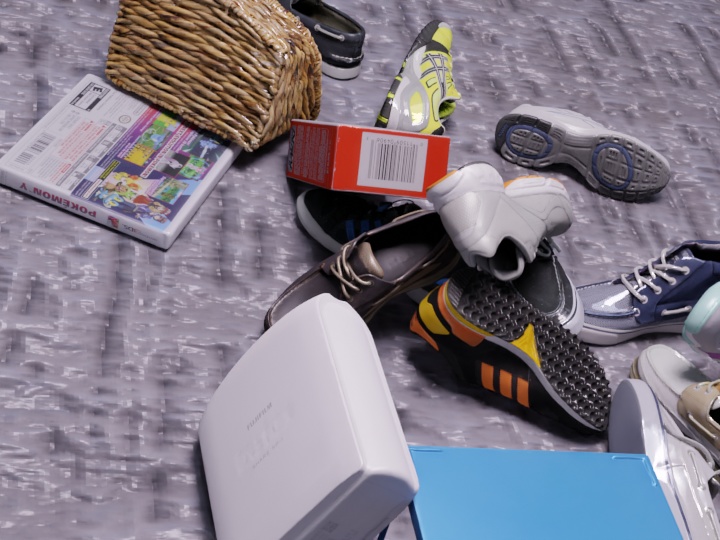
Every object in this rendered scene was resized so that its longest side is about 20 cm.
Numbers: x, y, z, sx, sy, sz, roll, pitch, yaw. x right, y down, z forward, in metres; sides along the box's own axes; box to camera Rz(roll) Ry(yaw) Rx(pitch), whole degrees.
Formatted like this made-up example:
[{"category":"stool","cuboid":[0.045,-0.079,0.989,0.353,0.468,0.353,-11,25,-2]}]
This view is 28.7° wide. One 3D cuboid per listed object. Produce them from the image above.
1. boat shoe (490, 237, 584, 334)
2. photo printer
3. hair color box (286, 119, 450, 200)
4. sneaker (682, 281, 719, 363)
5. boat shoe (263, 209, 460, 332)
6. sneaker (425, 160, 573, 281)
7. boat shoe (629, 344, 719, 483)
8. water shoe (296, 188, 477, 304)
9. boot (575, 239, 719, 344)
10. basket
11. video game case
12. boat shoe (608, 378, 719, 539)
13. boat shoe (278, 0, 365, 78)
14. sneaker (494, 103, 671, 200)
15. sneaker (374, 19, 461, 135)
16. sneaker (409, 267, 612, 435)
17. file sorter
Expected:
[{"category":"boat shoe","cuboid":[0.155,-0.013,1.342,0.073,0.068,0.200,-20,41,5]},{"category":"photo printer","cuboid":[-0.046,0.125,1.040,0.069,0.166,0.201,27,29,-34]},{"category":"hair color box","cuboid":[0.003,-0.107,1.347,0.110,0.065,0.200,5,7,-15]},{"category":"sneaker","cuboid":[0.378,0.084,1.260,0.140,0.078,0.199,44,13,37]},{"category":"boat shoe","cuboid":[0.000,0.000,1.233,0.199,0.073,0.075,-33,68,-13]},{"category":"sneaker","cuboid":[0.130,-0.032,1.233,0.199,0.075,0.093,4,64,-52]},{"category":"boat shoe","cuboid":[0.320,0.129,1.251,0.074,0.069,0.200,-12,46,-31]},{"category":"water shoe","cuboid":[0.030,-0.041,1.340,0.199,0.079,0.071,31,39,18]},{"category":"boot","cuboid":[0.279,0.013,1.360,0.198,0.091,0.073,-4,42,-26]},{"category":"basket","cuboid":[-0.137,-0.236,1.446,0.199,0.144,0.149,27,28,16]},{"category":"video game case","cuboid":[-0.230,-0.111,1.374,0.181,0.023,0.200,22,37,5]},{"category":"boat shoe","cuboid":[0.268,0.178,1.167,0.085,0.075,0.203,6,43,-16]},{"category":"boat shoe","cuboid":[-0.066,-0.300,1.637,0.200,0.061,0.075,37,42,24]},{"category":"sneaker","cuboid":[0.251,-0.143,1.561,0.198,0.075,0.087,22,33,5]},{"category":"sneaker","cuboid":[0.075,-0.204,1.574,0.076,0.076,0.201,25,48,-2]},{"category":"sneaker","cuboid":[0.132,0.081,1.241,0.200,0.090,0.070,39,49,-14]},{"category":"file sorter","cuboid":[0.121,0.221,1.017,0.198,0.123,0.139,4,40,-16]}]
